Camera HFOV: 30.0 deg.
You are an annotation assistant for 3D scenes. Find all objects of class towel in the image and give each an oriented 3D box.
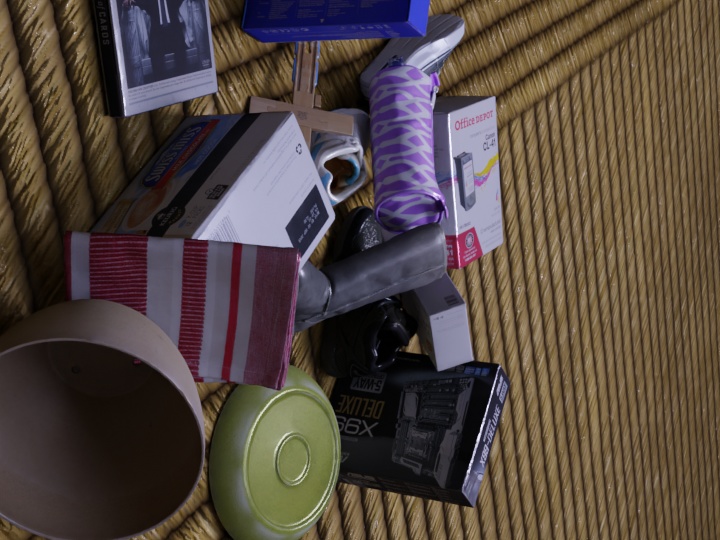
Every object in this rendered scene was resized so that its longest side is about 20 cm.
[{"bbox_3d":[-0.155,0.036,1.151,0.023,0.197,0.146,-94,-170,-57],"label":"towel"}]

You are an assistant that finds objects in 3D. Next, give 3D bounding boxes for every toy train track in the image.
[{"bbox_3d":[-0.063,-0.198,1.445,0.033,0.113,0.203,131,-34,-63],"label":"toy train track"}]

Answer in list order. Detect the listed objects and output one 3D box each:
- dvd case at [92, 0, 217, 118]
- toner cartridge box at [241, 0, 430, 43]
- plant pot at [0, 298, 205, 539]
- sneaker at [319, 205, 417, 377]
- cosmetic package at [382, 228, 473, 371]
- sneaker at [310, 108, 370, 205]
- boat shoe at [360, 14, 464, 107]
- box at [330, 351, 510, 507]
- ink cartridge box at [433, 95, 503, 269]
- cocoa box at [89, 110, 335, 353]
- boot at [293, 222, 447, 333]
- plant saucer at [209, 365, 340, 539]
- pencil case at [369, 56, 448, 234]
[{"bbox_3d":[-0.193,-0.254,1.244,0.150,0.024,0.203,-28,118,-56],"label":"dvd case"},{"bbox_3d":[-0.023,-0.285,1.360,0.043,0.198,0.096,24,73,-58],"label":"toner cartridge box"},{"bbox_3d":[-0.222,0.102,1.099,0.135,0.197,0.202,-93,168,-58],"label":"plant pot"},{"bbox_3d":[0.019,0.024,1.549,0.076,0.113,0.202,23,71,-47],"label":"sneaker"},{"bbox_3d":[0.073,0.025,1.584,0.201,0.050,0.083,-119,-167,-54],"label":"cosmetic package"},{"bbox_3d":[-0.025,-0.120,1.492,0.200,0.080,0.077,-53,135,-50],"label":"sneaker"},{"bbox_3d":[0.063,-0.249,1.658,0.200,0.071,0.072,-43,137,-36],"label":"boat shoe"},{"bbox_3d":[0.057,0.176,1.548,0.050,0.198,0.159,55,49,-50],"label":"box"},{"bbox_3d":[0.117,-0.116,1.734,0.147,0.085,0.203,-27,118,-56],"label":"ink cartridge box"},{"bbox_3d":[-0.137,-0.039,1.256,0.201,0.130,0.134,-57,137,-40],"label":"cocoa box"},{"bbox_3d":[-0.001,-0.002,1.410,0.182,0.197,0.073,104,-31,-70],"label":"boot"},{"bbox_3d":[-0.081,0.203,1.444,0.199,0.031,0.203,0,90,-50],"label":"plant saucer"},{"bbox_3d":[0.053,-0.138,1.511,0.084,0.084,0.202,76,11,-57],"label":"pencil case"}]
